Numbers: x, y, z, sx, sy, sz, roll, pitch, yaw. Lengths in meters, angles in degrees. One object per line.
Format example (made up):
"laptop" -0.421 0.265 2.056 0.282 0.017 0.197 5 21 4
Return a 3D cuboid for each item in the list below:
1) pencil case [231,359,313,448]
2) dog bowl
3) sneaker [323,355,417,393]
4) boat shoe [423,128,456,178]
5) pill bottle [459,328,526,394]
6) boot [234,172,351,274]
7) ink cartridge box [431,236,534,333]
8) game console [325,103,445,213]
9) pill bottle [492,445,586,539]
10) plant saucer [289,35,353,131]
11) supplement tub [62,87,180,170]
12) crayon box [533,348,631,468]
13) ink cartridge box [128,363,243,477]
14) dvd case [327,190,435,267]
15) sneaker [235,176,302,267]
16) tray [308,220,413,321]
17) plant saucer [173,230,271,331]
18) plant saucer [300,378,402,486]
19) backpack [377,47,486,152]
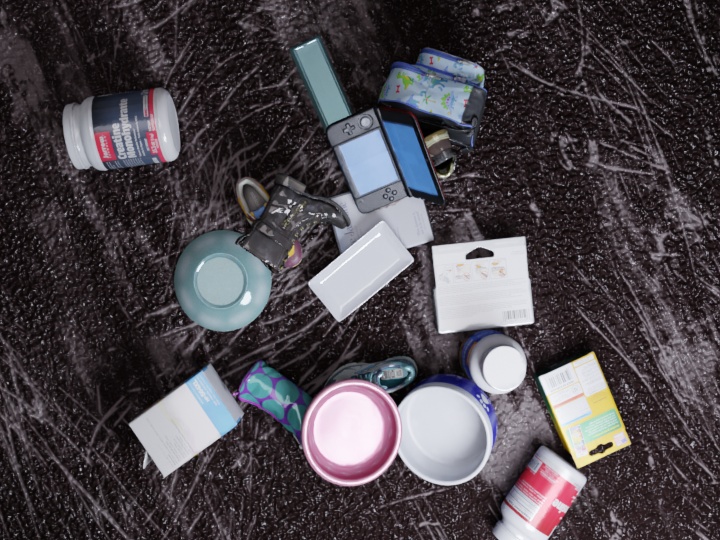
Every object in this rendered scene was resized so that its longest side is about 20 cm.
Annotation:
"pencil case" -0.150 0.268 1.723 0.199 0.085 0.093 38 77 -2
"dog bowl" 0.166 0.309 1.699 0.196 0.079 0.204 5 105 20
"sneaker" 0.019 0.216 1.726 0.197 0.086 0.079 -18 91 -2
"boat shoe" 0.149 -0.207 1.664 0.071 0.201 0.067 -21 78 0
"pill bottle" 0.257 0.176 1.677 0.110 0.200 0.115 0 91 -2
"boot" -0.129 -0.073 1.678 0.198 0.069 0.177 28 82 -25
"ink cartridge box" 0.242 0.029 1.753 0.196 0.044 0.177 -6 91 -1
"game console" 0.046 -0.198 1.643 0.170 0.119 0.202 -22 120 5
"pill bottle" 0.351 0.462 1.729 0.111 0.112 0.202 34 90 -2
"plant saucer" -0.073 -0.369 1.748 0.069 0.019 0.203 -24 91 -2
"supplement tub" -0.457 -0.270 1.675 0.196 0.140 0.143 -8 91 -2
"crayon box" 0.448 0.279 1.759 0.124 0.052 0.203 -23 91 -1
"ink cartridge box" -0.347 0.296 1.694 0.198 0.129 0.126 -35 91 -2
"dvd case" 0.039 -0.104 1.756 0.196 0.018 0.145 -16 92 -1
"sneaker" -0.185 -0.092 1.712 0.074 0.090 0.201 -36 92 -1
"tray" 0.000 0.000 1.740 0.199 0.022 0.108 -39 106 4
"plant saucer" -0.277 0.021 1.737 0.197 0.039 0.205 0 91 -3
"plant saucer" -0.019 0.307 1.668 0.196 0.051 0.205 0 92 -12
"backpack" 0.143 -0.337 1.677 0.197 0.183 0.150 17 87 8
